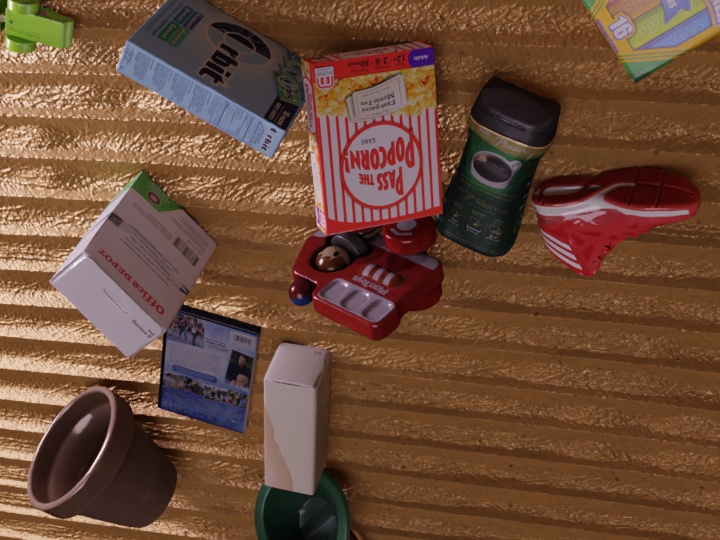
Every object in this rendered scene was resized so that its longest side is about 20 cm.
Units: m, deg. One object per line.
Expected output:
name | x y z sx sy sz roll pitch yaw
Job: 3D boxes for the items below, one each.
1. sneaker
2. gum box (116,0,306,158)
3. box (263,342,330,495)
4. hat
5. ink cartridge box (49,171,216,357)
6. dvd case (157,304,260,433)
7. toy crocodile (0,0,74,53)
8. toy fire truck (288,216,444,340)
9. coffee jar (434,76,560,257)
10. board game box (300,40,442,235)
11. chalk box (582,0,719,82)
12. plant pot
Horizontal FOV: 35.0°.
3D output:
sneaker | 0.312 -0.055 1.379 0.197 0.079 0.117 5 133 27
gum box | -0.157 -0.232 1.320 0.198 0.171 0.045 30 125 -5
box | -0.090 0.213 1.642 0.077 0.095 0.202 9 123 10
hat | -0.053 0.395 1.798 0.163 0.176 0.203 -11 82 24
ink cartridge box | -0.291 -0.010 1.484 0.084 0.201 0.146 -33 109 32
dvd case | -0.225 0.144 1.679 0.141 0.018 0.202 16 126 6
toy crocodile | -0.450 -0.319 1.418 0.197 0.062 0.068 12 125 2
toy fire truck | 0.000 0.000 1.412 0.199 0.167 0.113 24 137 36
coffee jar | 0.163 -0.123 1.355 0.103 0.085 0.202 25 127 10
board game box | 0.016 -0.154 1.334 0.149 0.046 0.203 -12 112 -16
chalk box | 0.334 -0.311 1.163 0.199 0.125 0.124 -29 112 28
plant pot | -0.377 0.307 1.739 0.199 0.202 0.174 -28 129 29
